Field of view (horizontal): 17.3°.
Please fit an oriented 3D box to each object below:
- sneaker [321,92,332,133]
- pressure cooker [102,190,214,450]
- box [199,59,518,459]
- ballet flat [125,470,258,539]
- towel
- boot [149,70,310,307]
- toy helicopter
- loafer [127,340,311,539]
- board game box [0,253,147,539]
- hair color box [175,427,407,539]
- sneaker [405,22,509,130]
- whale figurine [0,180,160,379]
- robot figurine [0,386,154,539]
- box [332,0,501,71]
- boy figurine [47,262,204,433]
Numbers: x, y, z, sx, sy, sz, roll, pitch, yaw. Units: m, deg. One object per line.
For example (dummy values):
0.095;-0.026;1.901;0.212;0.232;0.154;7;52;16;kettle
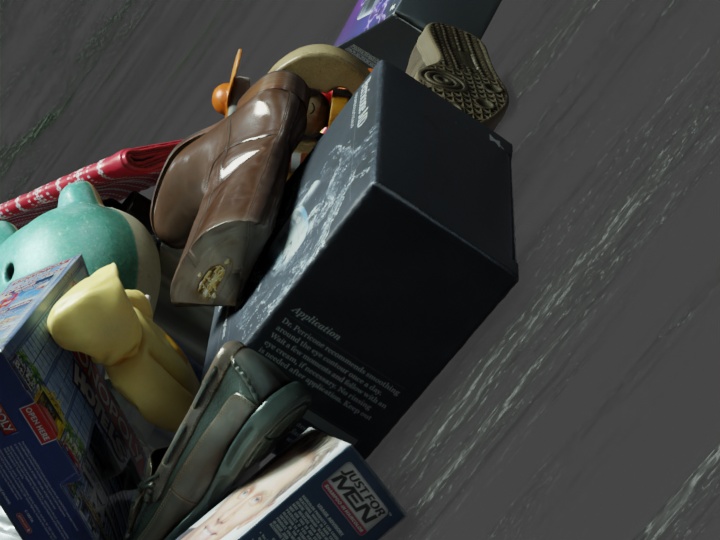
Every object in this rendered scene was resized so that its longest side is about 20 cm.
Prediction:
-0.014;-0.078;1.808;0.078;0.090;0.200;-48;19;26;sneaker
-0.168;0.039;1.850;0.176;0.200;0.179;-62;15;-16;pressure cooker
0.000;0.000;1.549;0.200;0.117;0.197;-51;16;23;box
-0.148;0.191;1.645;0.200;0.072;0.072;-24;21;6;ballet flat
-0.207;-0.062;1.837;0.200;0.023;0.145;-21;-4;34;towel
-0.106;-0.024;1.612;0.186;0.064;0.200;-51;18;36;boot
-0.068;-0.084;1.721;0.200;0.132;0.079;-49;20;27;toy helicopter
-0.100;0.119;1.484;0.072;0.063;0.200;-30;-17;-51;loafer
-0.198;0.088;1.563;0.062;0.200;0.200;-21;27;14;board game box
-0.077;0.182;1.411;0.200;0.061;0.100;-39;12;-11;hair color box
0.063;-0.114;1.713;0.200;0.070;0.076;-81;10;-66;sneaker
-0.235;0.007;1.719;0.200;0.104;0.159;15;88;47;whale figurine
-0.219;0.175;1.726;0.200;0.169;0.113;-66;-26;-21;robot figurine
0.074;-0.254;1.913;0.200;0.079;0.141;-62;18;-16;box
-0.136;0.054;1.564;0.064;0.200;0.124;-35;48;10;boy figurine
